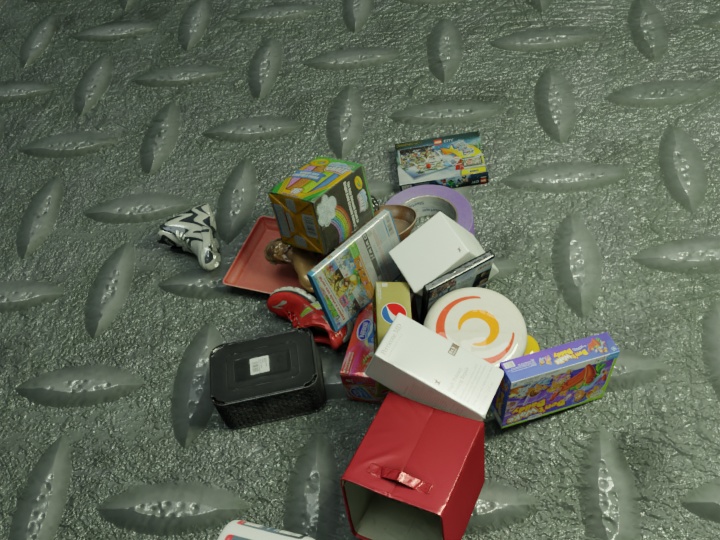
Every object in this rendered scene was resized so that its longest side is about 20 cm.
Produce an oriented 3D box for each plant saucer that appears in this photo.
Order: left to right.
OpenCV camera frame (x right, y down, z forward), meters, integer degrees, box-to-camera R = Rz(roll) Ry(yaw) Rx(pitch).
[{"bbox_3d":[-0.163,-0.020,1.755,0.199,0.037,0.200,10,54,20],"label":"plant saucer"},{"bbox_3d":[0.019,-0.076,1.643,0.200,0.035,0.200,-13,26,6],"label":"plant saucer"}]

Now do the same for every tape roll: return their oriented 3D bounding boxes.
[{"bbox_3d":[0.139,-0.088,1.729,0.199,0.066,0.201,-6,51,7],"label":"tape roll"}]

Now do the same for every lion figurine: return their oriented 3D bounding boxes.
[{"bbox_3d":[-0.109,-0.008,1.659,0.122,0.073,0.200,-17,40,-21],"label":"lion figurine"}]

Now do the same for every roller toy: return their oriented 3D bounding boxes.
[{"bbox_3d":[0.204,0.134,1.482,0.200,0.140,0.183,-32,63,-15],"label":"roller toy"}]

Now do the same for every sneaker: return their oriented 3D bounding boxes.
[{"bbox_3d":[-0.383,-0.061,1.807,0.129,0.080,0.199,-16,49,0],"label":"sneaker"},{"bbox_3d":[-0.110,0.096,1.615,0.200,0.077,0.085,20,48,26],"label":"sneaker"}]

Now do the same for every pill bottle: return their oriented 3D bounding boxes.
[{"bbox_3d":[-0.124,0.471,1.287,0.199,0.120,0.120,8,53,18],"label":"pill bottle"}]

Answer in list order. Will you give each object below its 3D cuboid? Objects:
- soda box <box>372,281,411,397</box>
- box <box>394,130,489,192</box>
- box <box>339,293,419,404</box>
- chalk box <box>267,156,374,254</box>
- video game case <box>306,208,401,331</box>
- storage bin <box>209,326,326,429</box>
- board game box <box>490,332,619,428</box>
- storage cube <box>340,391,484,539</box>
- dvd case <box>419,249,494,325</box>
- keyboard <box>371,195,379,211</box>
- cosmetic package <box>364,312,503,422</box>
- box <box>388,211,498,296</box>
[{"bbox_3d":[0.057,0.120,1.445,0.064,0.068,0.200,1,54,-5],"label":"soda box"},{"bbox_3d":[0.182,-0.243,1.865,0.199,0.038,0.137,-8,50,5],"label":"box"},{"bbox_3d":[0.039,0.142,1.539,0.099,0.096,0.200,6,52,17],"label":"box"},{"bbox_3d":[-0.061,-0.141,1.622,0.124,0.125,0.200,15,42,37],"label":"chalk box"},{"bbox_3d":[0.000,0.000,1.510,0.200,0.143,0.018,-41,42,-23],"label":"video game case"},{"bbox_3d":[-0.173,0.200,1.538,0.199,0.094,0.135,-12,50,1],"label":"storage bin"},{"bbox_3d":[0.327,0.187,1.396,0.199,0.135,0.045,-14,48,-13],"label":"board game box"},{"bbox_3d":[0.089,0.334,1.310,0.171,0.200,0.180,14,49,23],"label":"storage cube"},{"bbox_3d":[0.175,0.042,1.528,0.142,0.200,0.018,-27,67,-11],"label":"dvd case"},{"bbox_3d":[-0.064,-0.121,1.727,0.199,0.021,0.127,-18,23,-9],"label":"keyboard"},{"bbox_3d":[0.120,0.166,1.336,0.200,0.074,0.102,29,52,5],"label":"cosmetic package"},{"bbox_3d":[0.160,-0.015,1.544,0.124,0.200,0.098,-39,67,13],"label":"box"}]
